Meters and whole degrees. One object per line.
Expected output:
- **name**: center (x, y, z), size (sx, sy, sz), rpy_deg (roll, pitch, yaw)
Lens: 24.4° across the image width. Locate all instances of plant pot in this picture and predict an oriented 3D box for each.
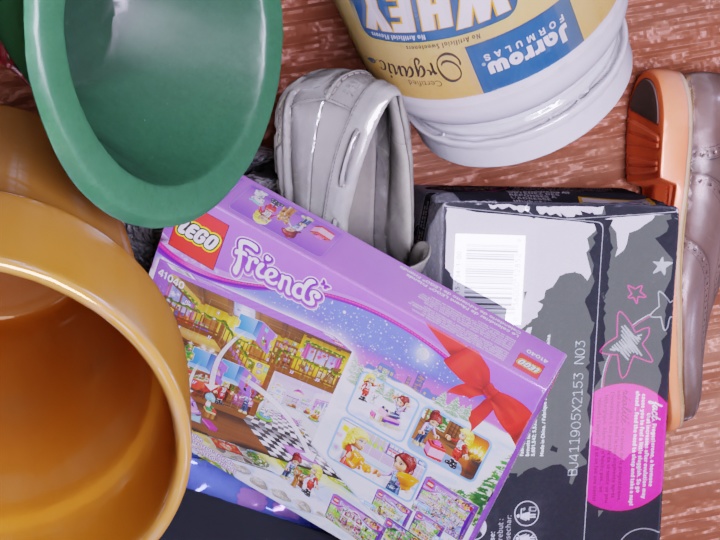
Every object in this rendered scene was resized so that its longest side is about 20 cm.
- **plant pot**: center (-0.176, 0.023, 0.760), size (0.198, 0.184, 0.202), rpy_deg (-3, 125, -4)

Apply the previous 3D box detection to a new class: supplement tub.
- **supplement tub**: center (0.050, -0.165, 0.816), size (0.144, 0.145, 0.201), rpy_deg (-31, 129, -2)

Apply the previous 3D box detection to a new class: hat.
- **hat**: center (-0.156, -0.123, 0.763), size (0.166, 0.175, 0.201), rpy_deg (-53, 137, -37)

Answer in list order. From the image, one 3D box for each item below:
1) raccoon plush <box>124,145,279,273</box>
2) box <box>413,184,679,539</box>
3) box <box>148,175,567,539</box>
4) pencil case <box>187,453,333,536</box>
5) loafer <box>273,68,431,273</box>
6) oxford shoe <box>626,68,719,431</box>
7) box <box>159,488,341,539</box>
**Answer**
- **raccoon plush**: center (-0.107, 0.000, 0.898), size (0.198, 0.097, 0.135), rpy_deg (11, 112, 18)
- **box**: center (0.089, 0.058, 0.901), size (0.131, 0.115, 0.203), rpy_deg (1, 97, -7)
- **box**: center (-0.016, 0.053, 0.809), size (0.199, 0.039, 0.138), rpy_deg (29, 122, 9)
- **pencil case**: center (-0.098, 0.112, 0.879), size (0.198, 0.078, 0.087), rpy_deg (13, 129, -18)
- **loafer**: center (0.000, 0.000, 0.834), size (0.070, 0.069, 0.202), rpy_deg (-27, 118, -42)
- **oxford shoe**: center (0.190, -0.010, 0.928), size (0.072, 0.071, 0.203), rpy_deg (-1, 99, -13)
- **box**: center (-0.108, 0.204, 0.856), size (0.140, 0.079, 0.200), rpy_deg (20, 129, -22)
